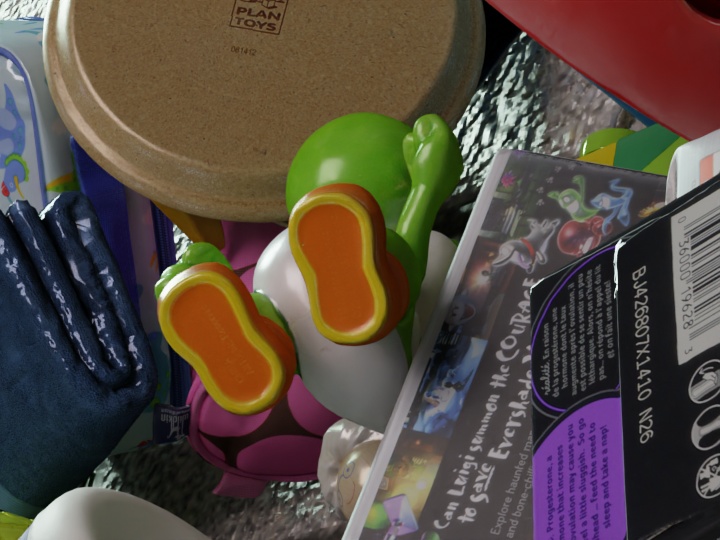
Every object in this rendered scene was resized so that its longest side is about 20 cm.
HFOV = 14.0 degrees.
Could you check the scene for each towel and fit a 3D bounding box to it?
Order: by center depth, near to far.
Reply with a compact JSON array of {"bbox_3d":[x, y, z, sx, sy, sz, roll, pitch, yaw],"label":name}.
[{"bbox_3d":[-0.157,0.054,1.271,0.200,0.049,0.112,-46,65,50],"label":"towel"}]

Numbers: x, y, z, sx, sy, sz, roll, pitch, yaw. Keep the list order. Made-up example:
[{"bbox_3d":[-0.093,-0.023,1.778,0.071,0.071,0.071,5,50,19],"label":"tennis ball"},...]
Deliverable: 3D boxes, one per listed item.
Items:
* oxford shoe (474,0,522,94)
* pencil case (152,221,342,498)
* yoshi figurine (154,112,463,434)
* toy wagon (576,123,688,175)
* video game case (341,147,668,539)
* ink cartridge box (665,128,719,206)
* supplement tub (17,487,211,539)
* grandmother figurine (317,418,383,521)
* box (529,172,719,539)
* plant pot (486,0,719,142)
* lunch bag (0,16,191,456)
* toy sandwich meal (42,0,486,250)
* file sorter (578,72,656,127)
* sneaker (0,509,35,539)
[{"bbox_3d":[0.078,-0.157,1.274,0.200,0.070,0.075,-59,42,11],"label":"oxford shoe"},{"bbox_3d":[-0.040,-0.001,1.274,0.200,0.091,0.094,-90,13,-44],"label":"pencil case"},{"bbox_3d":[-0.011,-0.011,1.098,0.200,0.112,0.112,-16,-55,-74],"label":"yoshi figurine"},{"bbox_3d":[0.096,0.011,1.113,0.200,0.040,0.155,-23,45,42],"label":"toy wagon"},{"bbox_3d":[0.096,0.060,0.995,0.182,0.023,0.200,12,67,27],"label":"video game case"},{"bbox_3d":[0.214,-0.019,0.859,0.200,0.162,0.050,-28,44,38],"label":"ink cartridge box"},{"bbox_3d":[-0.121,0.200,1.139,0.200,0.145,0.145,-49,32,13],"label":"supplement tub"},{"bbox_3d":[0.037,0.108,1.079,0.121,0.061,0.200,-62,32,11],"label":"grandmother figurine"},{"bbox_3d":[0.152,0.071,0.827,0.106,0.200,0.122,-32,39,34],"label":"box"},{"bbox_3d":[0.151,-0.137,0.966,0.183,0.200,0.200,-57,30,16],"label":"plant pot"},{"bbox_3d":[-0.145,-0.014,1.344,0.161,0.082,0.200,8,108,57],"label":"lunch bag"},{"bbox_3d":[-0.044,-0.095,1.245,0.070,0.205,0.205,88,-167,-60],"label":"toy sandwich meal"},{"bbox_3d":[0.137,-0.180,1.137,0.200,0.139,0.123,-42,31,22],"label":"file sorter"},{"bbox_3d":[-0.155,0.141,1.211,0.074,0.200,0.084,10,78,31],"label":"sneaker"}]
